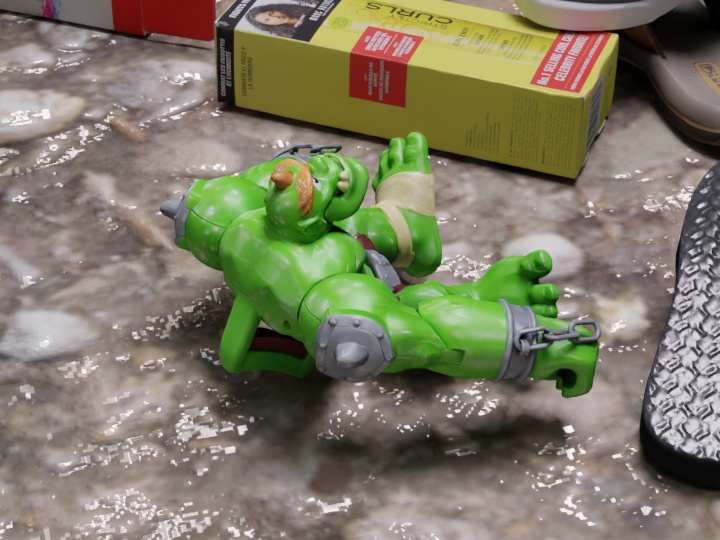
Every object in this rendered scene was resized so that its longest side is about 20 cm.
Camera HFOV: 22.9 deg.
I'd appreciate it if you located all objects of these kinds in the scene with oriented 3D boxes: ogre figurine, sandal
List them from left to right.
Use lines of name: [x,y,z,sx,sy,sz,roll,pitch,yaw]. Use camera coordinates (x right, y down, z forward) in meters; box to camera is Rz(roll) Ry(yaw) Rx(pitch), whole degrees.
ogre figurine: [0.000,0.000,0.756,0.119,0.098,0.201,-6,50,-38]
sandal: [0.165,-0.135,0.958,0.081,0.055,0.200,-12,39,-16]
sandal: [0.168,0.016,0.778,0.075,0.048,0.201,17,53,19]

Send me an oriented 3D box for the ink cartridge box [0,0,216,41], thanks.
ink cartridge box: [-0.163,-0.206,0.999,0.198,0.117,0.067,12,38,14]

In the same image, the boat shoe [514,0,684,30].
boat shoe: [0.171,-0.189,0.914,0.200,0.086,0.075,-16,47,-12]

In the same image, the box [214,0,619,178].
box: [0.028,-0.105,0.922,0.199,0.050,0.075,15,38,17]
